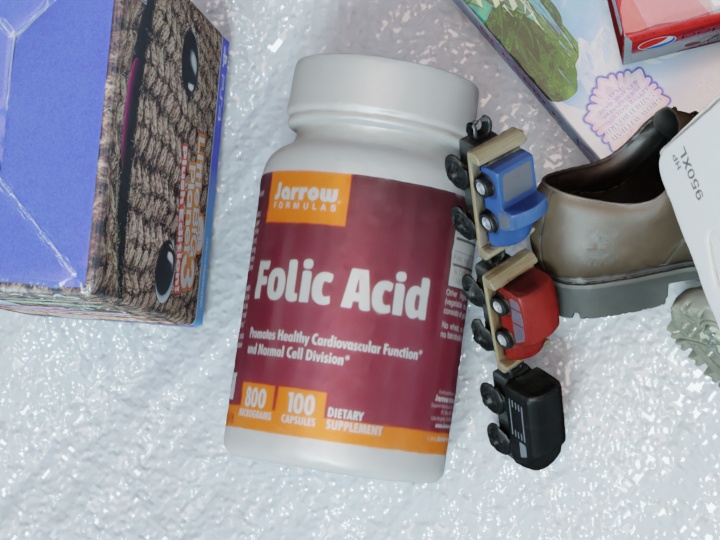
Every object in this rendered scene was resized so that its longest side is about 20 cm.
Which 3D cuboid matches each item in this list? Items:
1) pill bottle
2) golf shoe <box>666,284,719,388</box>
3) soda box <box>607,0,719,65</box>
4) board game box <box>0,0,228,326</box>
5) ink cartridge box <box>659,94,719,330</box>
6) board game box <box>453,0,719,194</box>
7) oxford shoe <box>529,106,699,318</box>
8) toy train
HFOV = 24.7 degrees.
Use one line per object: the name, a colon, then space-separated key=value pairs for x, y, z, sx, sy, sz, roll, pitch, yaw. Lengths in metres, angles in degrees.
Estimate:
pill bottle: x=0.000 y=0.000 z=0.829 sx=0.113 sy=0.114 sz=0.201 roll=7 pitch=85 yaw=9
golf shoe: x=0.255 y=0.036 z=0.821 sx=0.199 sy=0.078 sz=0.098 roll=22 pitch=68 yaw=7
soda box: x=0.139 y=-0.210 z=0.813 sx=0.070 sy=0.063 sz=0.201 roll=-14 pitch=83 yaw=7
board game box: x=-0.139 y=-0.061 z=0.804 sx=0.096 sy=0.200 sz=0.161 roll=4 pitch=85 yaw=8
ink cartridge box: x=0.257 y=-0.023 z=0.747 sx=0.199 sy=0.084 sz=0.145 roll=-13 pitch=74 yaw=-21
board game box: x=0.150 y=-0.176 z=0.862 sx=0.200 sy=0.041 sz=0.200 roll=-41 pitch=80 yaw=3
oxford shoe: x=0.178 y=-0.042 z=0.805 sx=0.199 sy=0.073 sz=0.085 roll=-16 pitch=120 yaw=-12
toy train: x=0.074 y=0.017 z=0.795 sx=0.034 sy=0.201 sz=0.046 roll=-29 pitch=37 yaw=-24
